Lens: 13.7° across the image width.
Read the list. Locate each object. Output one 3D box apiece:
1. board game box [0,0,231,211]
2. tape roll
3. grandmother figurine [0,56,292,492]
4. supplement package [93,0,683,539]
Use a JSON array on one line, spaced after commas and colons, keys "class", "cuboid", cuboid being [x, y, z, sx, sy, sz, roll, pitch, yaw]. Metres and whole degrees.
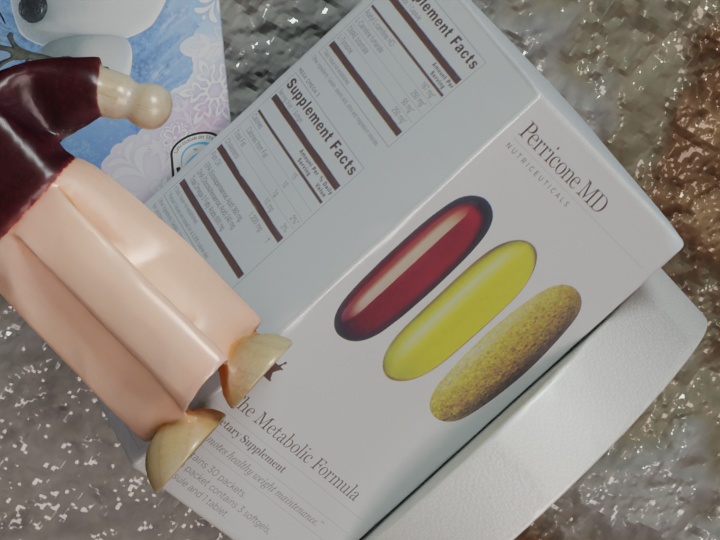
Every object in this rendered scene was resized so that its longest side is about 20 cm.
[{"class": "board game box", "cuboid": [-0.150, -0.097, 1.097, 0.199, 0.043, 0.200, -16, 124, -18]}, {"class": "tape roll", "cuboid": [0.056, 0.074, 1.205, 0.203, 0.203, 0.037, -44, 91, 2]}, {"class": "grandmother figurine", "cuboid": [-0.114, -0.023, 1.042, 0.200, 0.061, 0.121, 42, 88, 0]}, {"class": "supplement package", "cuboid": [0.000, 0.000, 1.134, 0.200, 0.110, 0.114, -43, 133, 8]}]
